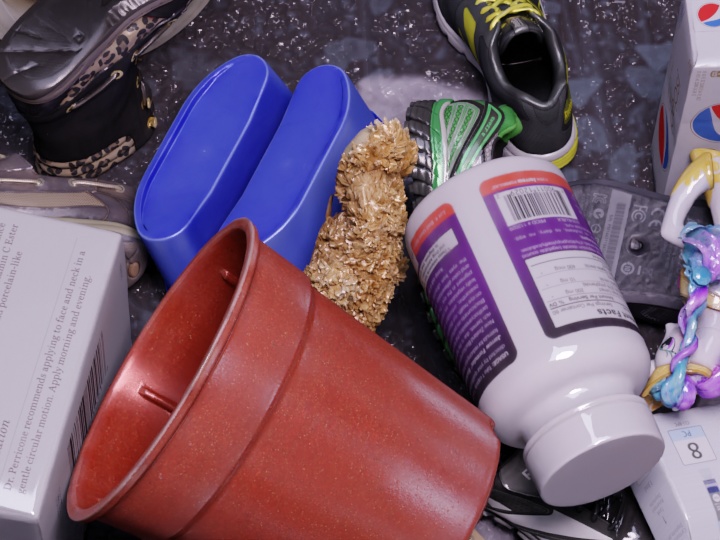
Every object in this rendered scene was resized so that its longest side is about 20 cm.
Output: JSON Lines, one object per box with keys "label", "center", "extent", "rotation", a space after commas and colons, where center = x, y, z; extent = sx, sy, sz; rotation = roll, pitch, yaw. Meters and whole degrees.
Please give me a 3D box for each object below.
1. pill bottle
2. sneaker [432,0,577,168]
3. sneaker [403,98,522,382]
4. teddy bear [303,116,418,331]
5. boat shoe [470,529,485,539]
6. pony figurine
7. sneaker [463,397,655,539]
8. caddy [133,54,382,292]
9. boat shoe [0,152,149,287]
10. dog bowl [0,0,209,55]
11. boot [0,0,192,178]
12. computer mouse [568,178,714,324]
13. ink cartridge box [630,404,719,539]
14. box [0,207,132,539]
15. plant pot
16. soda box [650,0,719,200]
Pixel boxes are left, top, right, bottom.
{"label": "pill bottle", "center": [0.111, 0.039, 1.667], "extent": [0.111, 0.112, 0.200], "rotation": [-17, 61, -10]}
{"label": "sneaker", "center": [0.107, -0.167, 1.891], "extent": [0.074, 0.085, 0.200], "rotation": [-18, 63, -11]}
{"label": "sneaker", "center": [0.079, -0.019, 1.788], "extent": [0.085, 0.078, 0.201], "rotation": [-6, 83, 9]}
{"label": "teddy bear", "center": [0.000, 0.000, 1.712], "extent": [0.067, 0.145, 0.200], "rotation": [16, 73, 4]}
{"label": "boat shoe", "center": [0.047, 0.164, 1.719], "extent": [0.064, 0.071, 0.200], "rotation": [-39, 78, -11]}
{"label": "pony figurine", "center": [0.267, 0.014, 1.701], "extent": [0.193, 0.167, 0.200], "rotation": [8, 65, 19]}
{"label": "sneaker", "center": [0.122, 0.138, 1.723], "extent": [0.200, 0.091, 0.067], "rotation": [26, 65, 12]}
{"label": "caddy", "center": [-0.061, -0.049, 1.817], "extent": [0.141, 0.105, 0.200], "rotation": [10, 59, 32]}
{"label": "boat shoe", "center": [-0.239, -0.036, 1.830], "extent": [0.199, 0.075, 0.073], "rotation": [10, 50, -4]}
{"label": "dog bowl", "center": [-0.187, -0.241, 1.873], "extent": [0.200, 0.200, 0.074], "rotation": [-25, 47, -14]}
{"label": "boot", "center": [-0.160, -0.154, 1.841], "extent": [0.073, 0.151, 0.200], "rotation": [37, 68, 18]}
{"label": "computer mouse", "center": [0.205, 0.000, 1.814], "extent": [0.200, 0.053, 0.139], "rotation": [15, 76, 15]}
{"label": "ink cartridge box", "center": [0.270, 0.174, 1.702], "extent": [0.160, 0.047, 0.200], "rotation": [-7, 57, -29]}
{"label": "box", "center": [-0.229, 0.092, 1.680], "extent": [0.130, 0.200, 0.199], "rotation": [12, 62, 4]}
{"label": "plant pot", "center": [-0.037, 0.104, 1.589], "extent": [0.195, 0.201, 0.201], "rotation": [31, 62, -14]}
{"label": "soda box", "center": [0.237, -0.107, 1.795], "extent": [0.068, 0.200, 0.064], "rotation": [-1, 62, -2]}
